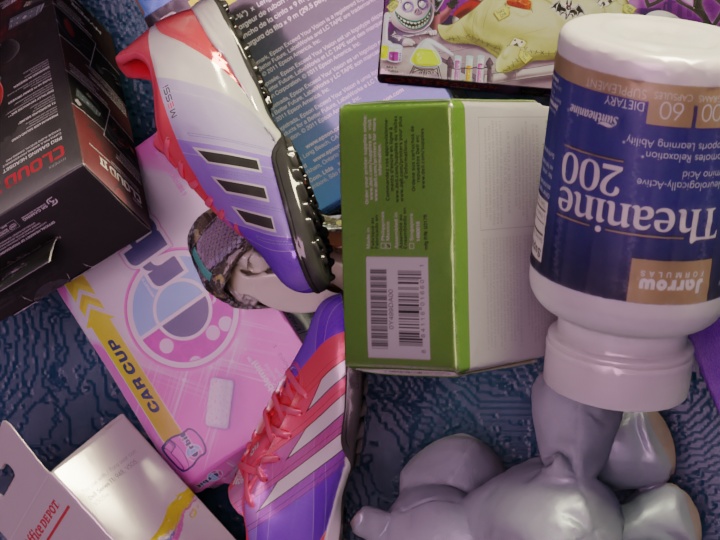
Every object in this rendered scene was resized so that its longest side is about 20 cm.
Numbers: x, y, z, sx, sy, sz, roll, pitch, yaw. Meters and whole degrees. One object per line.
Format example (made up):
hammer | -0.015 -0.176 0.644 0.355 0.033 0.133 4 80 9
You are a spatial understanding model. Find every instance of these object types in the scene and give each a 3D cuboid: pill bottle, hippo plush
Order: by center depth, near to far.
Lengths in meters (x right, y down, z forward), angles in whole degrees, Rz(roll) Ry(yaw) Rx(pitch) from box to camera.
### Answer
pill bottle | 0.150 -0.031 1.302 0.110 0.111 0.201 10 108 14
hippo plush | 0.094 0.164 1.395 0.160 0.200 0.159 -22 120 33

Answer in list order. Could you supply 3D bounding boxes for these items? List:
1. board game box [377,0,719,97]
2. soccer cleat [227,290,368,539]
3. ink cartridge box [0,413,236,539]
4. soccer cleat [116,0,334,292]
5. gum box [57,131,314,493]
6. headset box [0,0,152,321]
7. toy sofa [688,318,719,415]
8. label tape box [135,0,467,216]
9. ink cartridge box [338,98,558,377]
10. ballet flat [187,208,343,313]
board game box | 0.113 -0.161 1.391 0.199 0.032 0.121 4 81 -1
soccer cleat | -0.038 0.107 1.373 0.073 0.068 0.201 7 107 -4
ink cartridge box | -0.142 0.169 1.463 0.200 0.067 0.117 47 146 7
soccer cleat | -0.074 -0.062 1.357 0.073 0.068 0.201 -24 62 0
gum box | -0.102 0.026 1.472 0.113 0.066 0.200 -34 85 13
headset box | -0.213 -0.061 1.436 0.148 0.075 0.201 -30 45 15
toy sofa | 0.216 0.008 1.375 0.083 0.098 0.201 -22 89 14
label tape box | -0.037 -0.136 1.447 0.144 0.063 0.201 -29 86 13
ink cartridge box | 0.074 -0.022 1.372 0.075 0.200 0.149 1 94 33
ballet flat | 0.000 0.000 1.407 0.199 0.072 0.072 1 94 -13
